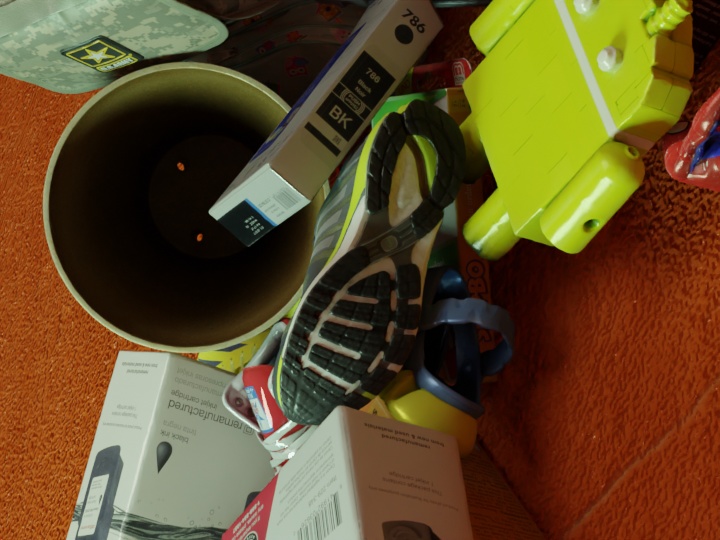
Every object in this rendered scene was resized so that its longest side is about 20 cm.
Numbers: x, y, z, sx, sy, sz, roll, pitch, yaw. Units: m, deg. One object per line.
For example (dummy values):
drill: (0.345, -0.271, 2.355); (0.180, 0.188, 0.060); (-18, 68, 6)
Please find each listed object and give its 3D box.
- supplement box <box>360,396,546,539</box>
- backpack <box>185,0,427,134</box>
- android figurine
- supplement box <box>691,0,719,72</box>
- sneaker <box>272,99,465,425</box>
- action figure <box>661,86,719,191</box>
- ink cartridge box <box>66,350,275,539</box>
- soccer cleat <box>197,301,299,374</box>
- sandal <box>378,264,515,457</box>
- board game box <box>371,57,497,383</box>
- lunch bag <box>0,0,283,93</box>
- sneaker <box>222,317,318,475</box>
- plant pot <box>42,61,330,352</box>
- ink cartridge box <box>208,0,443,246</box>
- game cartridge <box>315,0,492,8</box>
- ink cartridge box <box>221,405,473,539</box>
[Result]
supplement box: (0.048, 0.145, 1.272); (0.067, 0.069, 0.200); (-63, 32, 17)
backpack: (-0.038, -0.164, 1.546); (0.200, 0.167, 0.127); (-19, 61, 40)
android figurine: (0.118, -0.101, 1.219); (0.200, 0.041, 0.182); (-48, 42, 36)
supplement box: (0.149, -0.139, 1.284); (0.200, 0.061, 0.109); (-57, 31, 24)
sneaker: (0.000, 0.000, 1.261); (0.200, 0.074, 0.081); (-66, 16, -16)
action figure: (0.224, -0.076, 1.115); (0.200, 0.065, 0.099); (19, 96, 60)
ink cartridge box: (-0.112, 0.169, 1.448); (0.084, 0.144, 0.201); (-1, 71, 58)
soccer cleat: (-0.058, 0.053, 1.511); (0.200, 0.065, 0.084); (-40, 35, 40)
sandal: (0.035, 0.032, 1.302); (0.087, 0.079, 0.200); (-53, 38, 7)
board game box: (0.045, -0.030, 1.356); (0.095, 0.030, 0.201); (-1, 92, 60)
lunch bag: (-0.150, -0.189, 1.408); (0.164, 0.200, 0.118); (-15, 103, 34)
sneaker: (-0.037, 0.128, 1.379); (0.071, 0.112, 0.201); (-24, 52, 53)
plant pot: (-0.112, -0.047, 1.478); (0.200, 0.186, 0.187); (-96, 29, -86)
ink cartridge box: (-0.011, -0.108, 1.334); (0.200, 0.039, 0.099); (-55, 11, -27)
game cartridge: (0.068, -0.238, 1.413); (0.199, 0.041, 0.134); (2, 65, 28)
ink cartridge box: (-0.003, 0.199, 1.178); (0.148, 0.085, 0.200); (-48, 38, 39)
